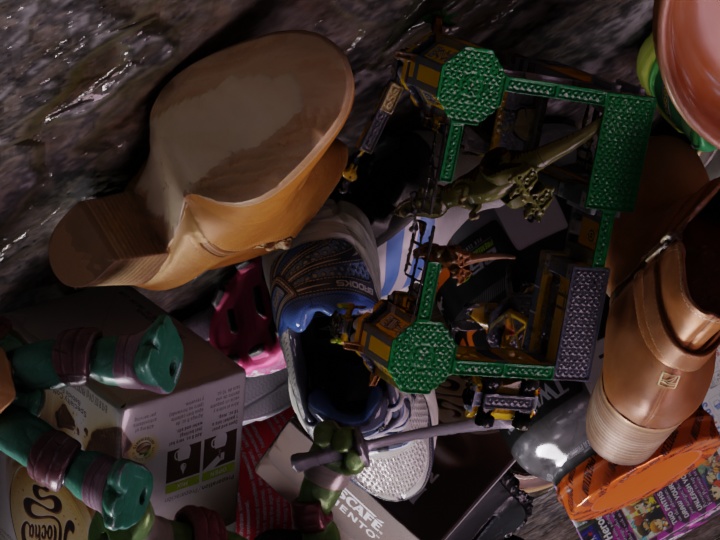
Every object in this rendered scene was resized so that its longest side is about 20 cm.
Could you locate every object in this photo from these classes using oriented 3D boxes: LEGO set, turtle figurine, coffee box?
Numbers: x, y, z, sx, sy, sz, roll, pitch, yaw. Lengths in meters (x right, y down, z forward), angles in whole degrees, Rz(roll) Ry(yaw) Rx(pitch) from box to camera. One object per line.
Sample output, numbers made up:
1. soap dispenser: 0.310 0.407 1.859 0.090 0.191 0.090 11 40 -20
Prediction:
1. LEGO set: 0.054 -0.033 1.329 0.153 0.202 0.116 -4 -164 -26
2. turtle figurine: -0.188 0.052 1.265 0.198 0.151 0.101 11 -168 16
3. coffee box: 0.047 0.077 1.577 0.200 0.113 0.080 -46 175 -32
4. turtle figurine: -0.018 0.140 1.303 0.193 0.145 0.199 6 172 -39
5. coffee box: -0.127 0.125 1.393 0.079 0.113 0.201 -17 123 -36

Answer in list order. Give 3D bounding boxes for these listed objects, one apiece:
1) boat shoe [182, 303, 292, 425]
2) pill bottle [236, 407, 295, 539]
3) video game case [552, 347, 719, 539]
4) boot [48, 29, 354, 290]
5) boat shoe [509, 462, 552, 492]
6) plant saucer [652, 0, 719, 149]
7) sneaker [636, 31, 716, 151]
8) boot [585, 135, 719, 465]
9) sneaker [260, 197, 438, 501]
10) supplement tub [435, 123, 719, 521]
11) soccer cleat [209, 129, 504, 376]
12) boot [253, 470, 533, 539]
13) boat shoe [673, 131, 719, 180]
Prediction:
1. boat shoe: -0.106 0.065 1.532 0.199 0.073 0.071 -23 -174 -16
2. pill bottle: -0.089 0.133 1.656 0.199 0.113 0.112 -15 160 -35
3. video game case: 0.186 0.066 1.725 0.181 0.201 0.036 -33 164 20
4. boot: -0.044 -0.055 1.265 0.201 0.071 0.144 -35 168 34
5. boat shoe: 0.183 0.105 2.064 0.199 0.071 0.070 -29 173 -24
6. plant saucer: 0.235 -0.142 1.322 0.199 0.038 0.201 -9 128 -12
7. sneaker: 0.233 -0.133 1.404 0.074 0.084 0.200 -7 154 -47
8. boot: 0.166 -0.015 1.348 0.073 0.201 0.155 12 148 -6
9. sneaker: -0.007 0.062 1.398 0.077 0.086 0.201 -16 132 8
10. supplement tub: 0.115 0.030 1.507 0.122 0.201 0.123 -24 163 -8
11. soccer cleat: 0.000 0.000 1.452 0.086 0.070 0.200 12 139 -40
12. boot: 0.019 0.162 1.634 0.162 0.073 0.198 -43 151 -2
13. boat shoe: 0.173 -0.034 1.650 0.201 0.060 0.072 -39 -162 41
